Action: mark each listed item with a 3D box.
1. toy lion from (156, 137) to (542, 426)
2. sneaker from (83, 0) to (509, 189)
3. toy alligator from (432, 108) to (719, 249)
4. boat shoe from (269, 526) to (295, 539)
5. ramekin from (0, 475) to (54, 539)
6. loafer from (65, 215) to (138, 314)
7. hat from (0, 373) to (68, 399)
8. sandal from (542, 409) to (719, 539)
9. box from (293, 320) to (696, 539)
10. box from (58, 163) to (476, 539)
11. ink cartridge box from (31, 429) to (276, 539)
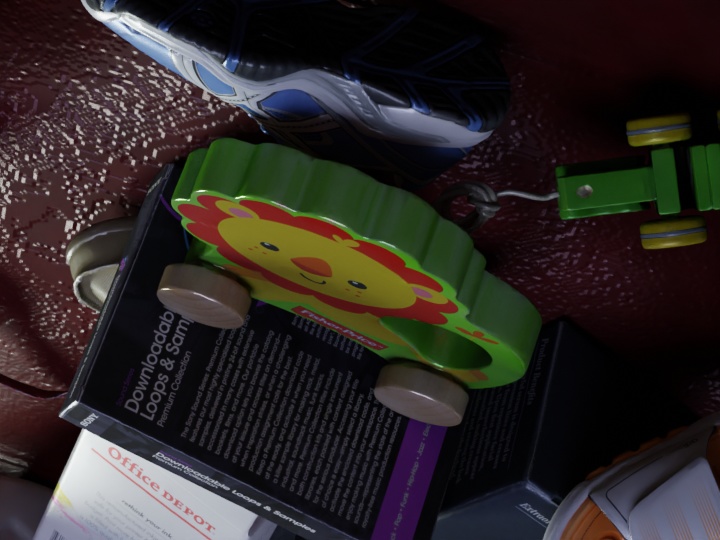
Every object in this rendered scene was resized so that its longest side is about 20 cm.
[{"bbox_3d":[0.000,0.000,1.171,0.199,0.069,0.192,26,163,-17],"label":"toy lion"},{"bbox_3d":[-0.036,-0.089,1.125,0.199,0.076,0.077,23,140,-9],"label":"sneaker"},{"bbox_3d":[0.134,-0.041,1.150,0.199,0.060,0.054,-7,-177,11],"label":"toy alligator"},{"bbox_3d":[-0.047,0.162,1.484,0.199,0.068,0.072,12,146,10],"label":"boat shoe"},{"bbox_3d":[-0.226,0.223,1.525,0.200,0.201,0.098,28,135,-17],"label":"ramekin"},{"bbox_3d":[-0.066,0.036,1.322,0.199,0.068,0.076,24,143,-12],"label":"loafer"},{"bbox_3d":[-0.299,0.004,1.410,0.165,0.176,0.201,-5,102,29],"label":"hat"},{"bbox_3d":[0.181,0.112,1.243,0.079,0.206,0.059,59,172,-25],"label":"sandal"},{"bbox_3d":[0.083,0.136,1.365,0.148,0.107,0.200,37,140,-26],"label":"box"},{"bbox_3d":[-0.039,0.052,1.269,0.199,0.143,0.036,29,151,-17],"label":"box"},{"bbox_3d":[-0.109,0.132,1.421,0.117,0.067,0.200,37,134,8],"label":"ink cartridge box"}]
